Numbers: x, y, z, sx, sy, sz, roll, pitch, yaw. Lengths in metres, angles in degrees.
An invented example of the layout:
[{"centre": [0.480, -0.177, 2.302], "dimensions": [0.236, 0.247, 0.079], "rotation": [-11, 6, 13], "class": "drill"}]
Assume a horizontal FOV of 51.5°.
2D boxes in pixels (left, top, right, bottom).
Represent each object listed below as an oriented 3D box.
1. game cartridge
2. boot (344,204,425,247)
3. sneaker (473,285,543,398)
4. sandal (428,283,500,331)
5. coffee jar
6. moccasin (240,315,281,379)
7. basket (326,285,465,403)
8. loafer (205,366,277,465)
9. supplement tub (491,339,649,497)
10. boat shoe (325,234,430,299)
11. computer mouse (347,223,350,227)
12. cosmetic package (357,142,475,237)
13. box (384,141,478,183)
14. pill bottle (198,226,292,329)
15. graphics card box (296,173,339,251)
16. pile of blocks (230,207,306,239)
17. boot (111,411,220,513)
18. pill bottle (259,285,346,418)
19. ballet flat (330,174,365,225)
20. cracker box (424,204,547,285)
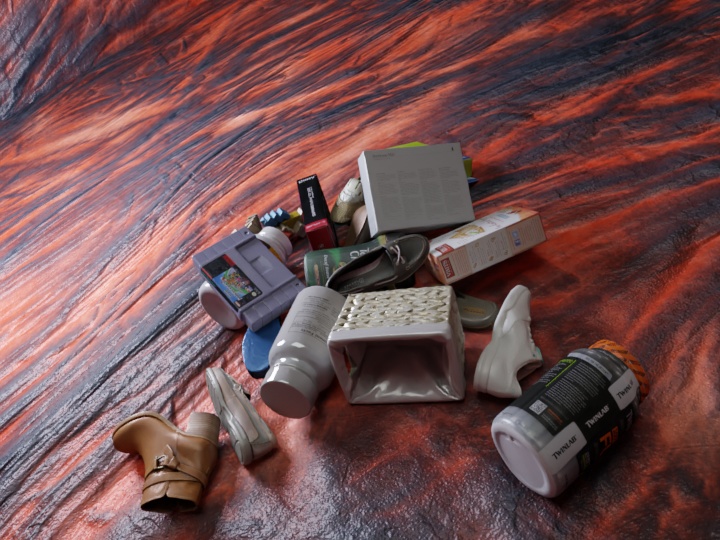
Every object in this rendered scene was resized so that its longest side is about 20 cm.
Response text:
[{"centre": [-0.202, 0.011, 1.340], "dimensions": [0.128, 0.039, 0.199], "rotation": [-29, 56, -30], "class": "game cartridge"}, {"centre": [0.062, -0.098, 1.439], "dimensions": [0.070, 0.143, 0.205], "rotation": [28, 98, 65], "class": "boot"}, {"centre": [0.243, 0.114, 1.144], "dimensions": [0.087, 0.076, 0.202], "rotation": [15, 54, 21], "class": "sneaker"}, {"centre": [0.140, 0.057, 1.260], "dimensions": [0.196, 0.055, 0.082], "rotation": [8, 44, 32], "class": "sandal"}, {"centre": [0.000, 0.000, 1.355], "dimensions": [0.195, 0.085, 0.107], "rotation": [-13, 72, 9], "class": "coffee jar"}, {"centre": [-0.161, 0.119, 1.314], "dimensions": [0.078, 0.069, 0.202], "rotation": [-4, 39, 6], "class": "moccasin"}, {"centre": [0.064, 0.114, 1.161], "dimensions": [0.195, 0.138, 0.125], "rotation": [-5, 35, 19], "class": "basket"}, {"centre": [-0.194, 0.227, 1.203], "dimensions": [0.061, 0.073, 0.201], "rotation": [-14, 40, -22], "class": "loafer"}, {"centre": [0.278, 0.188, 0.978], "dimensions": [0.198, 0.124, 0.122], "rotation": [-35, 39, -19], "class": "supplement tub"}, {"centre": [0.030, -0.003, 1.275], "dimensions": [0.197, 0.057, 0.068], "rotation": [-28, 77, 6], "class": "boat shoe"}, {"centre": [0.053, -0.121, 1.532], "dimensions": [0.196, 0.054, 0.139], "rotation": [-19, 38, -17], "class": "computer mouse"}, {"centre": [0.104, -0.150, 1.384], "dimensions": [0.195, 0.155, 0.052], "rotation": [-7, -9, -16], "class": "cosmetic package"}, {"centre": [0.144, -0.225, 1.588], "dimensions": [0.120, 0.049, 0.198], "rotation": [-19, 30, -37], "class": "box"}, {"centre": [-0.214, 0.008, 1.437], "dimensions": [0.107, 0.111, 0.201], "rotation": [8, 45, 32], "class": "pill bottle"}, {"centre": [-0.080, -0.088, 1.482], "dimensions": [0.050, 0.127, 0.202], "rotation": [-18, 38, 3], "class": "graphics card box"}, {"centre": [-0.189, -0.077, 1.555], "dimensions": [0.197, 0.083, 0.062], "rotation": [-30, 37, -14], "class": "pile of blocks"}, {"centre": [-0.316, 0.305, 1.159], "dimensions": [0.194, 0.078, 0.157], "rotation": [-4, 43, 9], "class": "boot"}, {"centre": [-0.087, 0.134, 1.219], "dimensions": [0.111, 0.116, 0.202], "rotation": [-1, 41, 23], "class": "pill bottle"}, {"centre": [0.001, -0.166, 1.498], "dimensions": [0.069, 0.066, 0.200], "rotation": [19, 44, 23], "class": "ballet flat"}, {"centre": [0.212, -0.049, 1.318], "dimensions": [0.196, 0.059, 0.134], "rotation": [-24, 13, -5], "class": "cracker box"}]
